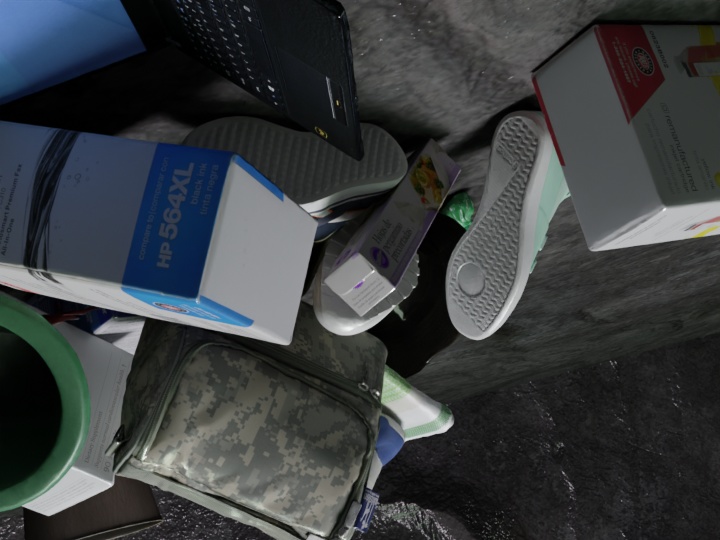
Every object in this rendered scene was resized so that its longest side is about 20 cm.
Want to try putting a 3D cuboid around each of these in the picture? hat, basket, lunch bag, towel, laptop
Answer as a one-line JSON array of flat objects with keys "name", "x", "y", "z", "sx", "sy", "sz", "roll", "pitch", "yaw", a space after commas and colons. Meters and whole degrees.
[{"name": "hat", "x": -0.263, "y": 0.065, "z": 0.808, "sx": 0.198, "sy": 0.167, "sz": 0.176, "roll": 17, "pitch": -164, "yaw": -10}, {"name": "basket", "x": -0.348, "y": 0.233, "z": 1.349, "sx": 0.179, "sy": 0.202, "sz": 0.135, "roll": -4, "pitch": 161, "yaw": -46}, {"name": "lunch bag", "x": -0.083, "y": 0.115, "z": 0.837, "sx": 0.199, "sy": 0.169, "sz": 0.139, "roll": 28, "pitch": 137, "yaw": -19}, {"name": "towel", "x": -0.030, "y": 0.092, "z": 0.965, "sx": 0.200, "sy": 0.031, "sz": 0.149, "roll": 40, "pitch": 141, "yaw": -24}, {"name": "hat", "x": 0.018, "y": 0.003, "z": 1.013, "sx": 0.199, "sy": 0.202, "sz": 0.081, "roll": -22, "pitch": 133, "yaw": 21}, {"name": "laptop", "x": -0.108, "y": -0.095, "z": 0.517, "sx": 0.104, "sy": 0.199, "sz": 0.177, "roll": -56, "pitch": 171, "yaw": -9}]

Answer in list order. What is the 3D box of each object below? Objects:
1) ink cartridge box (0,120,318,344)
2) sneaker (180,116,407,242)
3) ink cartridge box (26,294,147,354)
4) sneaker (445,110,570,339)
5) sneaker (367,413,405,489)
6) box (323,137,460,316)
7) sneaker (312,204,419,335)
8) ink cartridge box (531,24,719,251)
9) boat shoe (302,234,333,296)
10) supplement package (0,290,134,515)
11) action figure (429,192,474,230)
[{"name": "ink cartridge box", "x": -0.144, "y": -0.023, "z": 0.639, "sx": 0.198, "sy": 0.085, "sz": 0.146, "roll": 11, "pitch": 172, "yaw": 17}, {"name": "sneaker", "x": -0.056, "y": -0.058, "z": 0.783, "sx": 0.199, "sy": 0.079, "sz": 0.079, "roll": -5, "pitch": 152, "yaw": -45}, {"name": "ink cartridge box", "x": -0.194, "y": 0.024, "z": 0.965, "sx": 0.135, "sy": 0.077, "sz": 0.199, "roll": -5, "pitch": 164, "yaw": -41}, {"name": "sneaker", "x": 0.146, "y": -0.037, "z": 0.945, "sx": 0.073, "sy": 0.202, "sz": 0.118, "roll": 29, "pitch": -158, "yaw": 33}, {"name": "sneaker", "x": -0.067, "y": 0.174, "z": 0.967, "sx": 0.197, "sy": 0.116, "sz": 0.081, "roll": 2, "pitch": 140, "yaw": 28}, {"name": "box", "x": 0.029, "y": -0.039, "z": 0.830, "sx": 0.041, "sy": 0.039, "sz": 0.200, "roll": -40, "pitch": -170, "yaw": 35}, {"name": "sneaker", "x": 0.000, "y": 0.000, "z": 0.884, "sx": 0.081, "sy": 0.076, "sz": 0.200, "roll": -52, "pitch": -174, "yaw": 32}, {"name": "ink cartridge box", "x": 0.246, "y": -0.105, "z": 0.829, "sx": 0.198, "sy": 0.147, "sz": 0.083, "roll": -8, "pitch": 163, "yaw": -33}, {"name": "boat shoe", "x": -0.054, "y": -0.028, "z": 0.951, "sx": 0.072, "sy": 0.064, "sz": 0.201, "roll": -12, "pitch": 166, "yaw": -16}, {"name": "supplement package", "x": -0.296, "y": 0.098, "z": 0.877, "sx": 0.199, "sy": 0.118, "sz": 0.117, "roll": 30, "pitch": 141, "yaw": -30}, {"name": "action figure", "x": 0.058, "y": -0.020, "z": 1.141, "sx": 0.117, "sy": 0.055, "sz": 0.200, "roll": -4, "pitch": 155, "yaw": -38}]
